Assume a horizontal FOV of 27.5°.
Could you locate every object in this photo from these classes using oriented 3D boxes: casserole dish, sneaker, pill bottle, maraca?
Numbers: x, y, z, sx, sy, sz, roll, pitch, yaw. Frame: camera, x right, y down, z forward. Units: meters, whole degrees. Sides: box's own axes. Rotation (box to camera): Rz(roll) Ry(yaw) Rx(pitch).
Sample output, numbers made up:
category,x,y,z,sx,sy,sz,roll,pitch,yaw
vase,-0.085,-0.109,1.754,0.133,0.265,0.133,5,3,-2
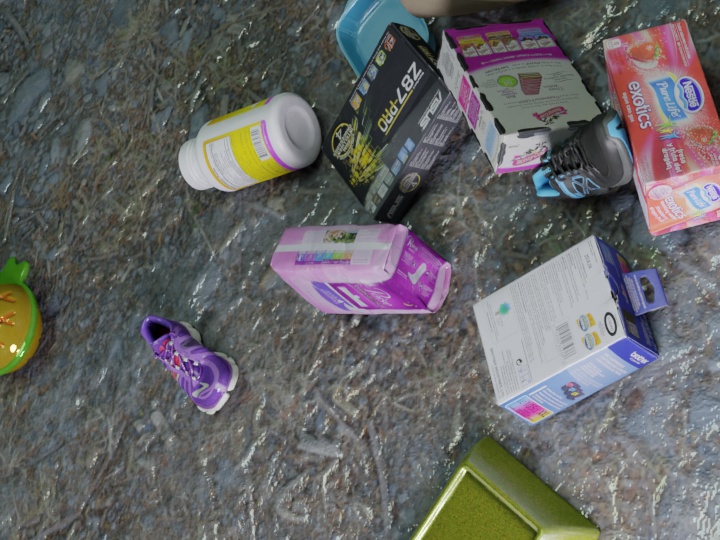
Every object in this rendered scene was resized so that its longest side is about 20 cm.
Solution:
category,x,y,z,sx,sy,sz,roll,pitch,yaw
casserole dish,0.038,-0.311,1.977,0.121,0.039,0.201,-47,45,19
sneaker,0.240,-0.114,1.590,0.081,0.200,0.074,-12,77,-6
pill bottle,-0.157,-0.171,2.039,0.199,0.104,0.105,-15,59,37
sneaker,-0.237,0.123,1.972,0.200,0.083,0.081,34,92,45
maraca,-0.548,0.071,2.264,0.136,0.107,0.201,-27,52,21

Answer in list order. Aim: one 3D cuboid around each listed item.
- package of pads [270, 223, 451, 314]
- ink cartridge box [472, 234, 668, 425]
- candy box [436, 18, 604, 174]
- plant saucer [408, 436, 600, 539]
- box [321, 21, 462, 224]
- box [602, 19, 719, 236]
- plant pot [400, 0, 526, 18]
category,x,y,z,sx,sy,sz,roll,pitch,yaw
package of pads,0.000,0.000,1.793,0.199,0.120,0.076,-1,62,42
ink cartridge box,0.231,0.058,1.584,0.199,0.076,0.137,-33,50,27
candy box,0.186,-0.207,1.723,0.061,0.135,0.201,98,157,-44
plant saucer,0.127,0.301,1.573,0.201,0.048,0.200,-56,43,4
box,0.043,-0.186,1.865,0.201,0.049,0.162,-58,47,26
box,0.328,-0.153,1.572,0.094,0.103,0.202,-13,56,6
plant pot,0.166,-0.403,1.831,0.198,0.187,0.189,10,75,30
